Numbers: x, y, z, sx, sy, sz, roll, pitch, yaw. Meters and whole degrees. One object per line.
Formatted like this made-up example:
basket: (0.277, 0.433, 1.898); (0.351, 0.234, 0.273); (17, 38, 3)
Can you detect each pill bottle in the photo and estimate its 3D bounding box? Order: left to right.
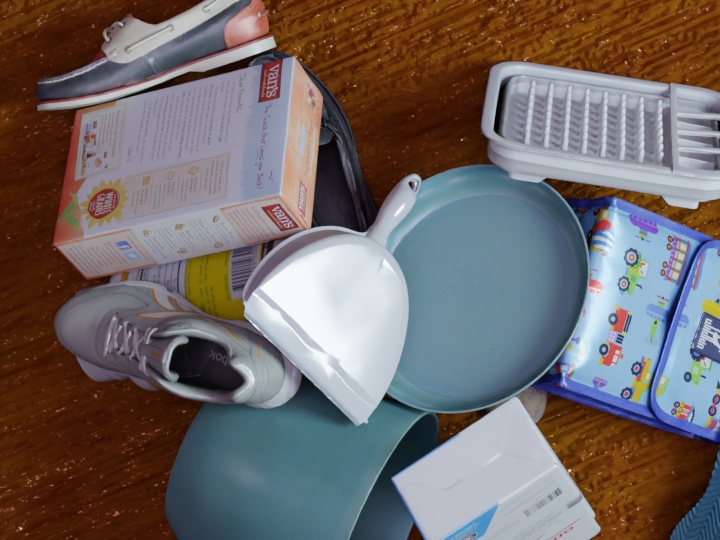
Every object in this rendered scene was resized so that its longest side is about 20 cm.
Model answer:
pill bottle: (-0.124, 0.033, 1.625); (0.200, 0.109, 0.110); (-12, 91, 20)

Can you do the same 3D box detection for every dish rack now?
dish rack: (0.192, -0.103, 1.597); (0.200, 0.172, 0.044); (10, 119, 3)

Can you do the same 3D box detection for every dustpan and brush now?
dustpan and brush: (0.000, 0.000, 1.553); (0.140, 0.057, 0.200); (45, 67, -20)

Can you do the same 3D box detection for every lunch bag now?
lunch bag: (0.234, 0.043, 1.621); (0.200, 0.094, 0.151); (19, 83, -24)

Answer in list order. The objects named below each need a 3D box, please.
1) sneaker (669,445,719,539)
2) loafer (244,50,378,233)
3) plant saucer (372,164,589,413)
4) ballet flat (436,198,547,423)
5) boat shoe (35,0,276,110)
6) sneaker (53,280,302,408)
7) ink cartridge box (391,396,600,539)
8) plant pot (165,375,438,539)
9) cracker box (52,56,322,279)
sneaker: (0.308, 0.198, 1.632); (0.081, 0.077, 0.200); (11, 112, -35)
loafer: (-0.035, -0.087, 1.651); (0.072, 0.063, 0.200); (-27, 90, 5)
plant saucer: (0.084, 0.016, 1.573); (0.200, 0.027, 0.201); (-10, 66, 23)
ballet flat: (0.099, 0.034, 1.645); (0.068, 0.067, 0.200); (-20, 91, 4)
boat shoe: (-0.169, -0.177, 1.650); (0.200, 0.071, 0.063); (-18, 100, 0)
sneaker: (-0.147, 0.053, 1.526); (0.200, 0.092, 0.076); (11, 96, 21)
ink cartridge box: (0.109, 0.183, 1.604); (0.116, 0.200, 0.067); (-33, 64, 2)
plant pot: (-0.053, 0.170, 1.601); (0.161, 0.201, 0.201); (23, 93, 16)
cracker box: (-0.132, -0.078, 1.601); (0.200, 0.058, 0.134); (-12, 52, 23)
